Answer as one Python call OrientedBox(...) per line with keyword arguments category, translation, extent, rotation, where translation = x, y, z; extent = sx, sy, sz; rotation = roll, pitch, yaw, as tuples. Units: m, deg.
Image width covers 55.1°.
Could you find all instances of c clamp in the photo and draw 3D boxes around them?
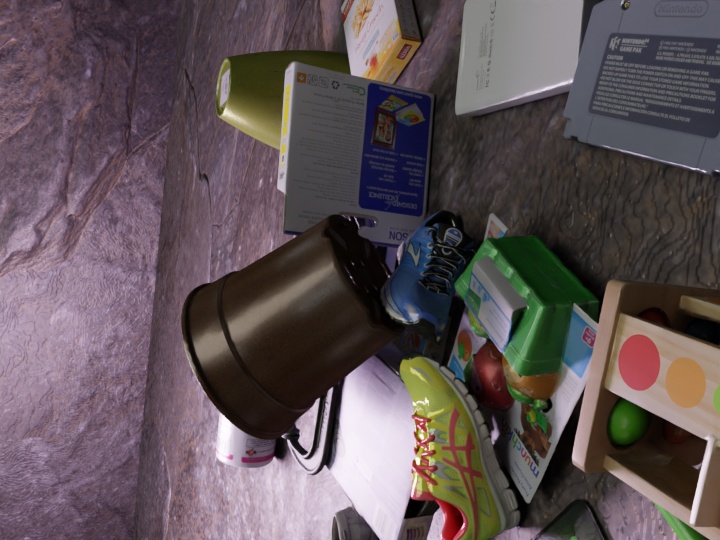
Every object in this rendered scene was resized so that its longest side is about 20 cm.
OrientedBox(category="c clamp", translation=(-0.073, 0.164, 0.937), extent=(0.169, 0.027, 0.206), rotation=(5, 88, 57))

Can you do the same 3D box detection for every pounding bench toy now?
OrientedBox(category="pounding bench toy", translation=(0.220, 0.123, 0.431), extent=(0.155, 0.121, 0.206), rotation=(25, 108, 62))

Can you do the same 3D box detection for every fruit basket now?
OrientedBox(category="fruit basket", translation=(0.136, 0.080, 0.650), extent=(0.187, 0.091, 0.204), rotation=(-120, 39, -49))

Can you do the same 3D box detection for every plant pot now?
OrientedBox(category="plant pot", translation=(-0.066, 0.053, 0.783), extent=(0.196, 0.199, 0.204), rotation=(-33, 50, 20))
OrientedBox(category="plant pot", translation=(-0.134, -0.285, 1.143), extent=(0.186, 0.195, 0.193), rotation=(-21, 67, 61))

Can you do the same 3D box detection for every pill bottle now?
OrientedBox(category="pill bottle", translation=(-0.205, 0.252, 1.291), extent=(0.113, 0.111, 0.206), rotation=(16, 100, 63))

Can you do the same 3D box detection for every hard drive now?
OrientedBox(category="hard drive", translation=(0.167, -0.241, 0.714), extent=(0.199, 0.026, 0.136), rotation=(6, 91, 64))

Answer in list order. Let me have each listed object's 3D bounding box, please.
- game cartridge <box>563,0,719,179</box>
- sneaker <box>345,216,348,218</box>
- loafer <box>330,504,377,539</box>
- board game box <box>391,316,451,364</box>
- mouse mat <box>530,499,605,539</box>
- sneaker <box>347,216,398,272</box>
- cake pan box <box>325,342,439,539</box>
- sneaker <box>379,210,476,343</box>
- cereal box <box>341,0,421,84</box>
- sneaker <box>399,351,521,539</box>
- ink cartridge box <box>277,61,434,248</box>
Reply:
OrientedBox(category="game cartridge", translation=(0.244, -0.152, 0.533), extent=(0.200, 0.041, 0.137), rotation=(40, 117, 59))
OrientedBox(category="sneaker", translation=(-0.026, -0.124, 0.982), extent=(0.201, 0.092, 0.081), rotation=(108, 155, -66))
OrientedBox(category="loafer", translation=(-0.028, 0.415, 0.946), extent=(0.070, 0.068, 0.206), rotation=(28, 110, 61))
OrientedBox(category="board game box", translation=(0.043, 0.133, 0.876), extent=(0.134, 0.033, 0.206), rotation=(29, 112, 55))
OrientedBox(category="mouse mat", translation=(0.178, 0.325, 0.614), extent=(0.202, 0.007, 0.163), rotation=(-61, 35, 38))
OrientedBox(category="sneaker", translation=(0.000, 0.000, 0.943), extent=(0.075, 0.085, 0.206), rotation=(16, 100, 62))
OrientedBox(category="cake pan box", translation=(0.031, 0.197, 0.812), extent=(0.199, 0.051, 0.189), rotation=(35, 118, 54))
OrientedBox(category="sneaker", translation=(0.076, -0.005, 0.750), extent=(0.090, 0.077, 0.202), rotation=(-56, 12, 32))
OrientedBox(category="cereal box", translation=(0.024, -0.363, 1.011), extent=(0.144, 0.039, 0.205), rotation=(-48, 44, 51))
OrientedBox(category="sneaker", translation=(0.079, 0.178, 0.661), extent=(0.204, 0.089, 0.078), rotation=(64, 162, -2))
OrientedBox(category="ink cartridge box", translation=(-0.005, -0.136, 0.858), extent=(0.047, 0.193, 0.206), rotation=(-178, 94, -66))
